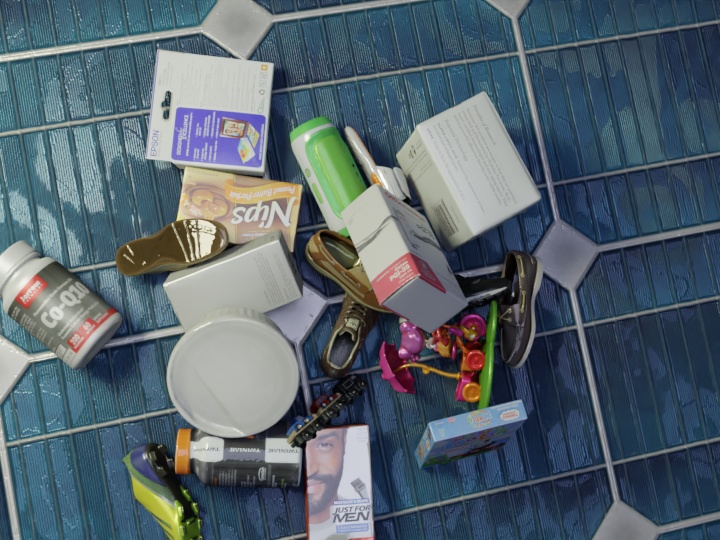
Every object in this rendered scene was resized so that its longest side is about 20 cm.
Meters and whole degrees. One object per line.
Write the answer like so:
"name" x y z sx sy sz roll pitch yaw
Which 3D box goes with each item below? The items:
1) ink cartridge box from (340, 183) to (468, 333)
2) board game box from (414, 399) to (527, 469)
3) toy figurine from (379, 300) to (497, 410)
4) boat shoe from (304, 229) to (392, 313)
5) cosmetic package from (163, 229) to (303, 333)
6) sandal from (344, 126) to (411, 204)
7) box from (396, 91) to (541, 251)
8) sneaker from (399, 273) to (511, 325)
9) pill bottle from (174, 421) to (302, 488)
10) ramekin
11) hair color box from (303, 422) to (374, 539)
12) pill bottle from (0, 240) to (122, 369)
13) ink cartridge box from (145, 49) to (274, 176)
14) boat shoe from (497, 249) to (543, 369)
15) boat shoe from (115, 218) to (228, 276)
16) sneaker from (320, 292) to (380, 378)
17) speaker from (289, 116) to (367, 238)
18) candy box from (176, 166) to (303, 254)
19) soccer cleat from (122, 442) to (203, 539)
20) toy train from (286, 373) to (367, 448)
"ink cartridge box" 0.066 -0.020 1.414 0.083 0.146 0.201 -39 50 20
"board game box" 0.172 0.266 1.454 0.150 0.200 0.037 -13 66 -8
"toy figurine" 0.123 0.138 1.491 0.183 0.150 0.202 6 105 2
"boat shoe" 0.000 0.000 1.482 0.199 0.074 0.076 29 59 1
"cosmetic package" -0.202 0.023 1.458 0.199 0.085 0.108 -20 105 3
"sandal" 0.043 -0.165 1.542 0.059 0.079 0.208 -29 87 -7
"box" 0.173 -0.156 1.498 0.130 0.199 0.201 -27 88 -10
"sneaker" 0.151 0.026 1.521 0.199 0.076 0.088 -15 78 10
"pill bottle" -0.195 0.292 1.449 0.198 0.106 0.107 3 84 -8
"ramekin" -0.195 0.150 1.405 0.201 0.094 0.204 -2 108 -5
"hair color box" -0.037 0.356 1.486 0.110 0.064 0.202 -3 83 -7
"pill bottle" -0.487 0.053 1.431 0.200 0.114 0.114 40 81 -2
"ink cartridge box" -0.251 -0.265 1.524 0.198 0.043 0.200 6 77 -8
"boat shoe" 0.263 0.065 1.546 0.059 0.072 0.202 18 77 -25
"boat shoe" -0.295 -0.035 1.457 0.199 0.065 0.073 -16 83 17
"sneaker" -0.006 0.088 1.510 0.070 0.076 0.201 22 81 -5
"speaker" -0.046 -0.154 1.527 0.088 0.088 0.201 -25 88 -9
"candy box" -0.202 -0.098 1.514 0.198 0.055 0.116 9 83 -7
"soccer cleat" -0.318 0.374 1.457 0.083 0.065 0.201 -23 92 20
"toy train" -0.056 0.222 1.461 0.046 0.034 0.200 43 41 9
